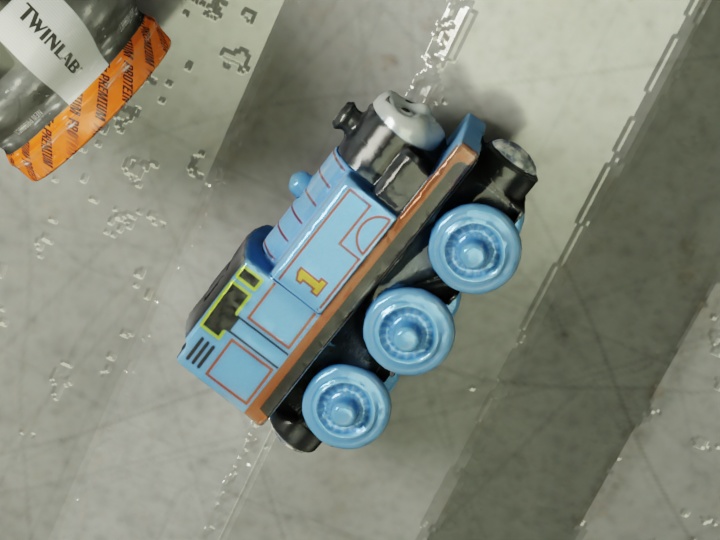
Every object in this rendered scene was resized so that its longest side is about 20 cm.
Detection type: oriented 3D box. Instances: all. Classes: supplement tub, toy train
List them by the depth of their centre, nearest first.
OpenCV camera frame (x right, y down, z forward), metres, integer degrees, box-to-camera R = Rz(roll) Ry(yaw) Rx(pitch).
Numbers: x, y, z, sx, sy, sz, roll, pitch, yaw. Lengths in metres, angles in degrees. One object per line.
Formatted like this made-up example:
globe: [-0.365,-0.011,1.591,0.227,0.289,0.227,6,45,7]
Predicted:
supplement tub: [-0.189,-0.144,0.856,0.122,0.123,0.200,-40,106,16]
toy train: [0.000,0.000,0.934,0.114,0.087,0.200,36,109,-7]
